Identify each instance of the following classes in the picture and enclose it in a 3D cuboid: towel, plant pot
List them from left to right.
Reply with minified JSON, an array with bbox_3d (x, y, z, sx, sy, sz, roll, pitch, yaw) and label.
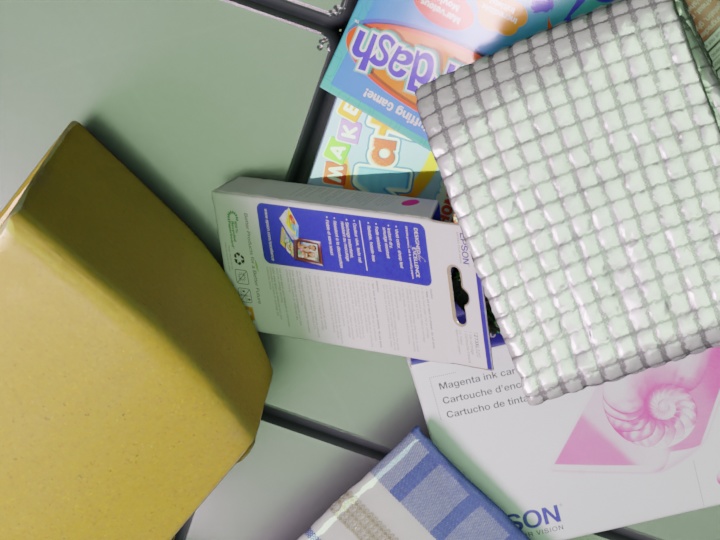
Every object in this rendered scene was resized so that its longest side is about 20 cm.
[{"bbox_3d":[-0.166,0.064,1.448,0.200,0.196,0.194,37,108,-8],"label":"plant pot"},{"bbox_3d":[0.011,0.212,1.499,0.200,0.024,0.147,-45,107,2],"label":"towel"},{"bbox_3d":[0.141,-0.042,1.342,0.166,0.086,0.200,-22,91,12],"label":"towel"}]

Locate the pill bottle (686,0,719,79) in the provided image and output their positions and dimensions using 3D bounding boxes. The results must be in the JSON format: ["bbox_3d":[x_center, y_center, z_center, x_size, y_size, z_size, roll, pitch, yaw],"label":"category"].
[{"bbox_3d":[0.230,-0.138,1.452,0.200,0.112,0.112,42,97,-4],"label":"pill bottle"}]

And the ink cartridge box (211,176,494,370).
[{"bbox_3d":[0.000,0.000,1.457,0.200,0.037,0.095,10,118,37],"label":"ink cartridge box"}]

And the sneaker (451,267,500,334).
[{"bbox_3d":[0.148,-0.018,1.440,0.200,0.085,0.078,-19,133,12],"label":"sneaker"}]

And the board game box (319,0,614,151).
[{"bbox_3d":[0.083,-0.158,1.406,0.152,0.045,0.200,30,119,9],"label":"board game box"}]

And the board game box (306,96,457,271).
[{"bbox_3d":[0.075,-0.066,1.505,0.200,0.037,0.151,19,100,0],"label":"board game box"}]

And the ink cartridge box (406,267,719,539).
[{"bbox_3d":[0.135,0.070,1.495,0.196,0.043,0.200,-14,112,7],"label":"ink cartridge box"}]
